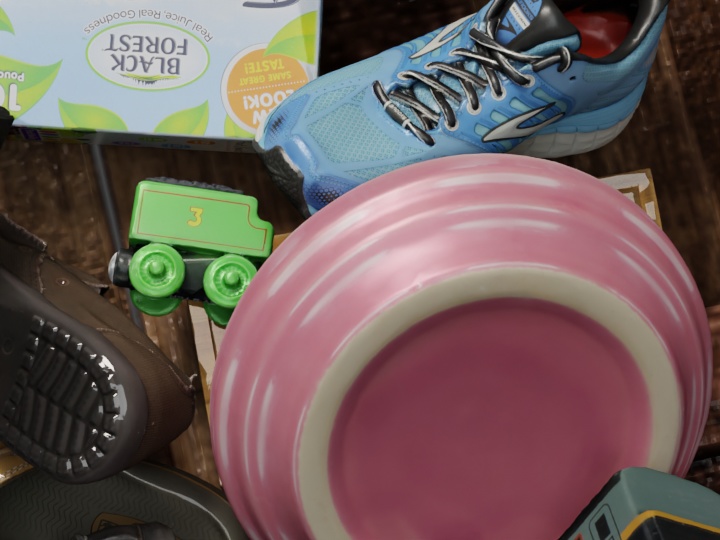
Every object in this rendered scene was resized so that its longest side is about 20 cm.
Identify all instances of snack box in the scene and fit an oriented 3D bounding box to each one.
[{"bbox_3d":[-0.084,-0.153,0.951,0.142,0.053,0.201,3,85,-3],"label":"snack box"}]

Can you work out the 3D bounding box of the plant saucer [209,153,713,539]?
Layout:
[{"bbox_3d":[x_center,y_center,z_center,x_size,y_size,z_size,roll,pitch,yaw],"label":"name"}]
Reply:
[{"bbox_3d":[0.044,0.056,0.873,0.200,0.051,0.201,-6,116,-12],"label":"plant saucer"}]

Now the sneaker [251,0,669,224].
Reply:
[{"bbox_3d":[0.043,-0.079,0.900,0.200,0.090,0.078,-27,70,-33],"label":"sneaker"}]

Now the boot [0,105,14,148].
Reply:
[{"bbox_3d":[-0.233,-0.025,0.889,0.211,0.079,0.158,32,103,42],"label":"boot"}]

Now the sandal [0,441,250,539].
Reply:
[{"bbox_3d":[-0.140,0.099,0.913,0.200,0.055,0.082,21,110,-1],"label":"sandal"}]

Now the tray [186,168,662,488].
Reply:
[{"bbox_3d":[0.031,0.024,0.953,0.199,0.037,0.099,-10,86,-5],"label":"tray"}]

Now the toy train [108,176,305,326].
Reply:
[{"bbox_3d":[0.000,0.000,0.917,0.199,0.042,0.057,8,74,-3],"label":"toy train"}]

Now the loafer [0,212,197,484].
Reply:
[{"bbox_3d":[-0.140,0.022,0.905,0.200,0.071,0.073,40,108,33],"label":"loafer"}]

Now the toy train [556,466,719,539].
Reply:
[{"bbox_3d":[0.086,0.167,0.847,0.085,0.114,0.200,17,125,-26],"label":"toy train"}]

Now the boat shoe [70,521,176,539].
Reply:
[{"bbox_3d":[-0.082,0.198,0.881,0.060,0.072,0.202,-12,96,-14],"label":"boat shoe"}]
